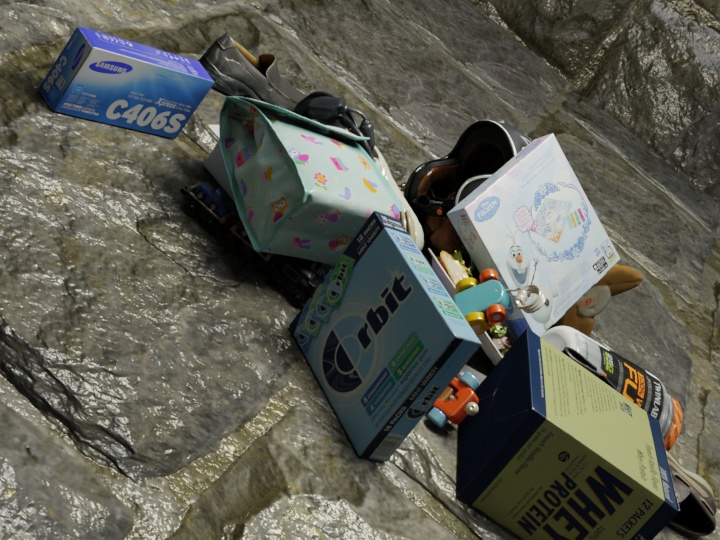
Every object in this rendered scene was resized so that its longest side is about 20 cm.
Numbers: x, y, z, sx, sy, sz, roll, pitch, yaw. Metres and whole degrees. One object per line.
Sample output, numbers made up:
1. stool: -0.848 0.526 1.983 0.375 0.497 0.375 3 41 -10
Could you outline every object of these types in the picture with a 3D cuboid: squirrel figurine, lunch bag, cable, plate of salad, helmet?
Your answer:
1. squirrel figurine: 0.280 -0.011 2.109 0.199 0.142 0.187 23 19 -39
2. lunch bag: -0.066 -0.113 1.633 0.169 0.122 0.201 13 40 -43
3. cable: -0.032 -0.154 1.877 0.199 0.051 0.165 13 -52 57
4. plate of salad: 0.150 0.049 1.817 0.201 0.048 0.200 55 2 -3
5. helmet: 0.179 -0.101 1.981 0.190 0.201 0.200 -32 65 -22

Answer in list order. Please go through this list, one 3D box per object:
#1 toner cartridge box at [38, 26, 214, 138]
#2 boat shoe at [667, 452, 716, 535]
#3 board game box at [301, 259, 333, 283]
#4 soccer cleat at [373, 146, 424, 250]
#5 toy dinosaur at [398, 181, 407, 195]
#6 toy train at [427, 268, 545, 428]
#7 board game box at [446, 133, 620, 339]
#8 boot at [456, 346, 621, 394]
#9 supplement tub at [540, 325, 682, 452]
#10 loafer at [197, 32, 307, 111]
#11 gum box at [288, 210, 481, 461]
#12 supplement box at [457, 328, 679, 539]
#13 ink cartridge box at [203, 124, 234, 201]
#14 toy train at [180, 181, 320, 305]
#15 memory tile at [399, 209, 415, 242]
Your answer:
1. toner cartridge box: -0.275 -0.220 1.688 0.199 0.095 0.043 8 36 -52
2. boat shoe: 0.379 0.274 1.777 0.199 0.075 0.074 26 24 -26
3. board game box: 0.000 0.000 1.741 0.200 0.057 0.165 47 24 19
4. soccer cleat: 0.021 -0.106 1.915 0.201 0.069 0.078 58 -17 14
5. toy dinosaur: 0.023 -0.106 2.012 0.199 0.048 0.088 11 30 -44
6. toy train: 0.130 0.095 1.652 0.150 0.200 0.056 27 -19 43
7. board game box: 0.231 -0.045 1.871 0.200 0.043 0.200 -39 106 -33
8. boot: 0.209 0.137 1.697 0.199 0.132 0.070 33 22 -13
9. supplement tub: 0.307 0.164 1.812 0.199 0.123 0.123 28 23 -23
10. loafer: -0.140 -0.277 2.046 0.199 0.072 0.073 18 28 -43
11. gum box: 0.021 0.067 1.484 0.044 0.170 0.201 16 30 -41
12. supplement box: 0.226 0.207 1.580 0.199 0.135 0.200 34 22 -10
13. ink cartridge box: -0.113 -0.118 1.773 0.116 0.068 0.199 48 26 24
14. toy train: -0.125 -0.037 1.626 0.200 0.046 0.034 40 21 4
15. memory tile: 0.058 0.047 1.570 0.154 0.017 0.202 90 -5 -68
